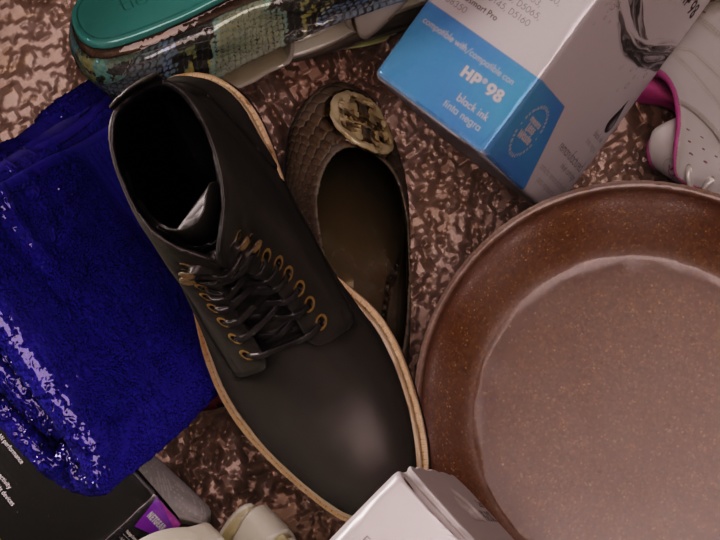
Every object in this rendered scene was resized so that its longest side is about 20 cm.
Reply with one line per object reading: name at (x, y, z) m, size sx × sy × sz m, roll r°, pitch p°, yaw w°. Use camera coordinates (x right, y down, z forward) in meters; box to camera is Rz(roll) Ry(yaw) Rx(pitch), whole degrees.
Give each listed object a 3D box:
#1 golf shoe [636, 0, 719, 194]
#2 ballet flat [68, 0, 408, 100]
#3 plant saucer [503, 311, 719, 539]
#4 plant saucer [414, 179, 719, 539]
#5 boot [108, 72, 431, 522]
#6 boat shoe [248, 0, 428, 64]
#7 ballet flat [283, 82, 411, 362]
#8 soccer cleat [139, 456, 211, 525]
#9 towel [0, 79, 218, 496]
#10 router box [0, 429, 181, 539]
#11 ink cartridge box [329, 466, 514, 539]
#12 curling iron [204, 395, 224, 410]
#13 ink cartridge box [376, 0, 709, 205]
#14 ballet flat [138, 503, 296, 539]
golf shoe at (0.187, -0.039, 0.929) m, size 0.091 × 0.075 × 0.201 m, roll -22°, pitch 59°, yaw 4°
ballet flat at (-0.027, -0.122, 0.871) m, size 0.199 × 0.074 × 0.075 m, roll -19°, pitch 88°, yaw 3°
plant saucer at (0.149, 0.047, 0.926) m, size 0.198 × 0.027 × 0.202 m, roll 4°, pitch 65°, yaw -8°
plant saucer at (0.122, 0.062, 0.872) m, size 0.199 × 0.037 × 0.202 m, roll 0°, pitch 74°, yaw 1°
boot at (-0.041, 0.016, 0.782) m, size 0.077 × 0.138 × 0.201 m, roll -32°, pitch 90°, yaw 4°
boat shoe at (-0.013, -0.134, 0.937) m, size 0.200 × 0.060 × 0.073 m, roll -17°, pitch 82°, yaw -7°
ballet flat at (0.000, 0.000, 0.900) m, size 0.067 × 0.046 × 0.201 m, roll 16°, pitch 58°, yaw -26°
soccer cleat at (-0.134, 0.174, 0.903) m, size 0.086 × 0.070 × 0.201 m, roll 27°, pitch 84°, yaw -3°
towel at (-0.102, -0.007, 0.868) m, size 0.148 × 0.050 × 0.200 m, roll 47°, pitch 39°, yaw -1°
router box at (-0.197, 0.083, 0.877) m, size 0.149 × 0.051 × 0.200 m, roll -41°, pitch 69°, yaw -7°
ink cartridge box at (-0.014, 0.176, 0.768) m, size 0.084 × 0.145 × 0.200 m, roll 44°, pitch 92°, yaw 12°
curling iron at (-0.079, 0.049, 0.931) m, size 0.198 × 0.050 × 0.026 m, roll 0°, pitch 70°, yaw -2°
ink cartridge box at (0.106, -0.134, 0.897) m, size 0.067 × 0.116 × 0.201 m, roll 37°, pitch 93°, yaw 23°
ballet flat at (-0.066, 0.139, 0.856) m, size 0.068 × 0.199 × 0.076 m, roll 29°, pitch 113°, yaw 31°
